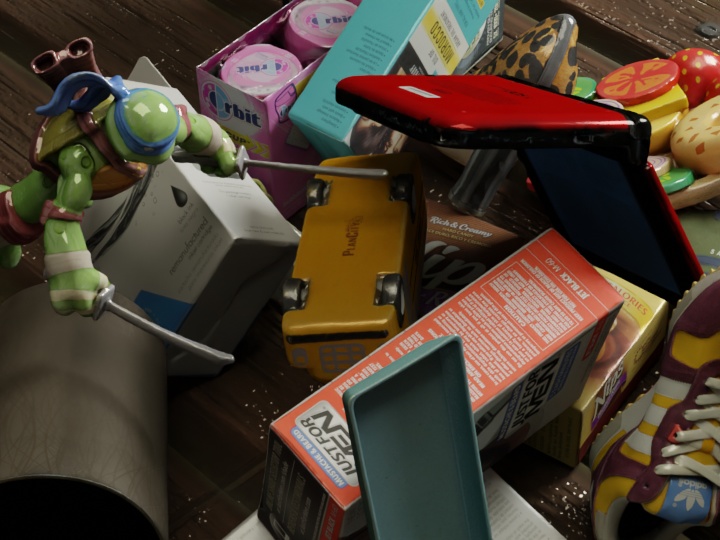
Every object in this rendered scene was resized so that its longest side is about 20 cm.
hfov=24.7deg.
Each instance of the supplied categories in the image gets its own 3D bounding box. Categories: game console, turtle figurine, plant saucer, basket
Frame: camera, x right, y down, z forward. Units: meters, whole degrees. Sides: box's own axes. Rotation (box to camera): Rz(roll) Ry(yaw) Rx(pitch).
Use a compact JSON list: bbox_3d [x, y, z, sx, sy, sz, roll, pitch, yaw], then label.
[{"bbox_3d":[0.089,-0.045,0.946,0.172,0.119,0.200,-2,13,-18],"label":"game console"},{"bbox_3d":[-0.131,-0.026,0.920,0.194,0.200,0.144,-7,61,53],"label":"turtle figurine"},{"bbox_3d":[0.032,0.127,0.810,0.070,0.200,0.019,-29,33,-29],"label":"plant saucer"},{"bbox_3d":[-0.173,0.109,0.914,0.136,0.180,0.200,34,28,-21],"label":"basket"}]

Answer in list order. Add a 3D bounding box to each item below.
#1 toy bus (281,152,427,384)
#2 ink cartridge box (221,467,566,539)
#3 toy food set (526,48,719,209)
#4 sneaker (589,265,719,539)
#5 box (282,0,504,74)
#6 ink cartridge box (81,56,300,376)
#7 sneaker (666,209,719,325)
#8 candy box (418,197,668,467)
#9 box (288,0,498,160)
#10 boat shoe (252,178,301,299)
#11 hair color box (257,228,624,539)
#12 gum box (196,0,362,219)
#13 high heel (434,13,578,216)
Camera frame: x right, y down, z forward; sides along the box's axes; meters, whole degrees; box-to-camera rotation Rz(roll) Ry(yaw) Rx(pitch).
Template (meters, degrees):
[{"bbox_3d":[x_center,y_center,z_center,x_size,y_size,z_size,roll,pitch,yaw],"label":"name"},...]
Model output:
[{"bbox_3d":[0.000,0.000,0.963,0.065,0.078,0.200,-3,34,8],"label":"toy bus"},{"bbox_3d":[0.036,0.183,0.906,0.200,0.057,0.162,44,57,14],"label":"ink cartridge box"},{"bbox_3d":[0.206,-0.098,1.142,0.198,0.049,0.200,-20,27,4],"label":"toy food set"},{"bbox_3d":[0.184,0.086,0.883,0.075,0.200,0.090,15,42,-7],"label":"sneaker"},{"bbox_3d":[0.025,-0.265,1.261,0.164,0.200,0.086,25,47,25],"label":"box"},{"bbox_3d":[-0.138,-0.041,1.056,0.068,0.116,0.200,4,38,-50],"label":"ink cartridge box"},{"bbox_3d":[0.242,0.024,1.034,0.090,0.067,0.200,-14,41,-4],"label":"sneaker"},{"bbox_3d":[0.080,0.031,1.045,0.200,0.057,0.117,25,50,25],"label":"candy box"},{"bbox_3d":[0.034,-0.162,1.135,0.049,0.082,0.200,28,80,26],"label":"box"},{"bbox_3d":[-0.097,-0.044,1.122,0.201,0.072,0.060,27,55,33],"label":"boat shoe"},{"bbox_3d":[0.042,0.075,0.880,0.200,0.111,0.064,-33,67,-25],"label":"hair color box"},{"bbox_3d":[-0.024,-0.136,1.188,0.066,0.114,0.200,27,50,28],"label":"gum box"},{"bbox_3d":[0.103,-0.133,1.144,0.071,0.143,0.200,25,21,-13],"label":"high heel"}]
